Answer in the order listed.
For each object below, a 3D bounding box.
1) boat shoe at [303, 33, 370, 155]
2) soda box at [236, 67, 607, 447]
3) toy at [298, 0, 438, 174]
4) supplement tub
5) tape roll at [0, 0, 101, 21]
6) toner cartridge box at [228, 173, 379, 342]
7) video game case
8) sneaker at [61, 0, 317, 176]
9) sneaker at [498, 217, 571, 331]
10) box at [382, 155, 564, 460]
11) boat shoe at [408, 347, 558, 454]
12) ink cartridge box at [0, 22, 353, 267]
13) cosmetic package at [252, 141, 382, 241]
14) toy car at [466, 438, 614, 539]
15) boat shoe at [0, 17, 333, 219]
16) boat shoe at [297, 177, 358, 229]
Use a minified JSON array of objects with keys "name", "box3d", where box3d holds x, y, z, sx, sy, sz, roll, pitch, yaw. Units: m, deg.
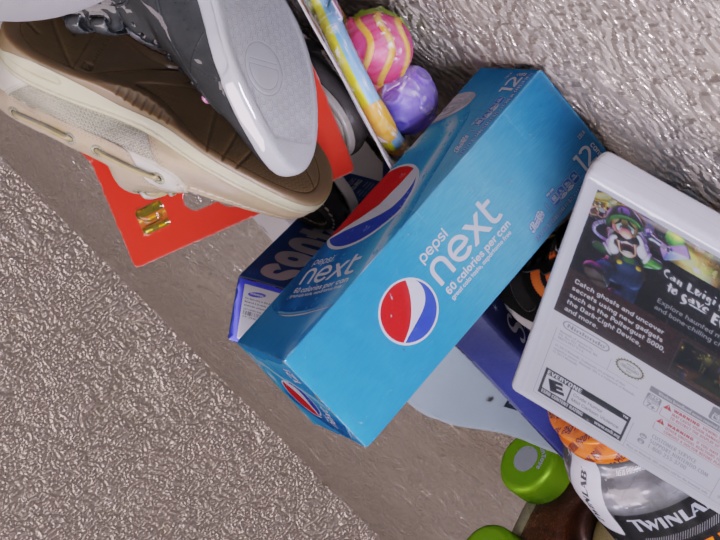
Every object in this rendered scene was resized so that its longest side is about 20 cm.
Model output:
[{"name":"boat shoe","box3d":[-0.036,-0.122,1.132,0.200,0.057,0.067,33,147,56]},{"name":"soda box","box3d":[0.034,-0.011,0.942,0.068,0.200,0.064,47,165,-23]},{"name":"toy","box3d":[0.003,-0.125,0.998,0.200,0.047,0.115,56,-170,-20]},{"name":"supplement tub","box3d":[0.198,0.123,1.072,0.200,0.123,0.122,49,167,-30]},{"name":"tape roll","box3d":[-0.146,-0.216,0.815,0.203,0.203,0.139,46,168,-16]},{"name":"toner cartridge box","box3d":[0.000,0.000,1.118,0.095,0.043,0.200,17,-156,11]},{"name":"video game case","box3d":[0.179,0.052,0.900,0.199,0.023,0.182,31,145,14]},{"name":"sneaker","box3d":[-0.099,-0.131,0.984,0.099,0.071,0.201,-23,98,35]},{"name":"sneaker","box3d":[0.129,-0.009,0.985,0.200,0.070,0.090,17,147,56]},{"name":"box","box3d":[0.082,0.014,1.110,0.200,0.032,0.121,44,-150,-31]},{"name":"boat shoe","box3d":[0.081,0.057,1.216,0.200,0.071,0.091,26,-158,-31]},{"name":"ink cartridge box","box3d":[-0.115,-0.116,1.048,0.201,0.160,0.047,67,-157,-3]},{"name":"cosmetic package","box3d":[-0.038,-0.065,1.302,0.200,0.085,0.108,49,171,-32]},{"name":"toy car","box3d":[0.208,0.227,1.407,0.200,0.158,0.164,11,161,48]},{"name":"boat shoe","box3d":[-0.111,-0.076,1.017,0.199,0.072,0.065,25,132,0]},{"name":"boat shoe","box3d":[-0.093,-0.078,1.108,0.200,0.060,0.074,37,157,8]}]
